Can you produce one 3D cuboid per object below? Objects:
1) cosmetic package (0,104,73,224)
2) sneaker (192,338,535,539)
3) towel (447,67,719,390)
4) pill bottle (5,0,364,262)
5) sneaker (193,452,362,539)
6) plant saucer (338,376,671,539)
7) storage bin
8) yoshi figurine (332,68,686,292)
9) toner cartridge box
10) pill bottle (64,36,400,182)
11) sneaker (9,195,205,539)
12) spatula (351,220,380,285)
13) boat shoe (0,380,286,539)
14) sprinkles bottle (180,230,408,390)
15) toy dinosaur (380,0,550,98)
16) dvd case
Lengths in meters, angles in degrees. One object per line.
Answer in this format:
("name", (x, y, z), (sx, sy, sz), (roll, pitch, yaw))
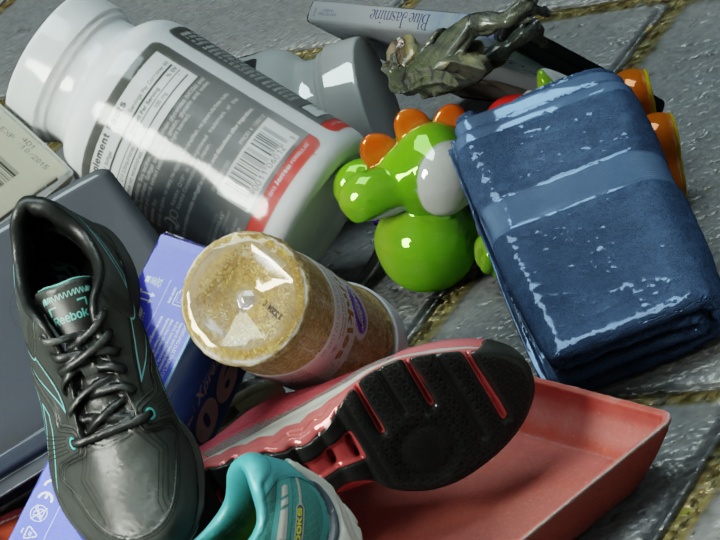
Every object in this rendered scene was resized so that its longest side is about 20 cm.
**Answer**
("cosmetic package", (-0.252, -0.002, 1.836), (0.105, 0.071, 0.200), (-40, -13, -34))
("sneaker", (-0.012, 0.076, 1.504), (0.200, 0.074, 0.087), (-23, 22, 2))
("towel", (0.123, -0.023, 1.629), (0.112, 0.049, 0.200), (-20, 46, 1))
("pill bottle", (-0.105, -0.079, 1.798), (0.200, 0.116, 0.116), (32, 48, 14))
("sneaker", (-0.086, 0.173, 1.412), (0.200, 0.080, 0.077), (-55, 33, -6))
("plant saucer", (0.031, 0.123, 1.501), (0.200, 0.037, 0.200), (-36, 26, -26))
("storage bin", (-0.180, 0.041, 1.704), (0.200, 0.134, 0.146), (-30, -3, -15))
("yoshi figurine", (0.086, -0.045, 1.754), (0.200, 0.112, 0.112), (-13, -12, -4))
("toner cartridge box", (-0.115, 0.090, 1.534), (0.043, 0.095, 0.200), (18, 70, 19))
("pill bottle", (-0.078, -0.075, 1.911), (0.200, 0.116, 0.116), (-17, 25, 15))
("sneaker", (-0.134, 0.052, 1.458), (0.075, 0.079, 0.200), (-23, 61, 2))
("spatula", (0.000, 0.000, 1.801), (0.056, 0.021, 0.200), (-2, 32, 51))
("boat shoe", (-0.119, 0.115, 1.623), (0.200, 0.063, 0.071), (-19, 26, 15))
("sprinkles bottle", (-0.031, 0.029, 1.538), (0.068, 0.068, 0.200), (-19, -13, 12))
("toy dinosaur", (0.065, -0.127, 1.703), (0.088, 0.047, 0.200), (-32, 6, -7))
("dvd case", (0.077, -0.132, 1.884), (0.200, 0.143, 0.018), (11, 80, 53))
